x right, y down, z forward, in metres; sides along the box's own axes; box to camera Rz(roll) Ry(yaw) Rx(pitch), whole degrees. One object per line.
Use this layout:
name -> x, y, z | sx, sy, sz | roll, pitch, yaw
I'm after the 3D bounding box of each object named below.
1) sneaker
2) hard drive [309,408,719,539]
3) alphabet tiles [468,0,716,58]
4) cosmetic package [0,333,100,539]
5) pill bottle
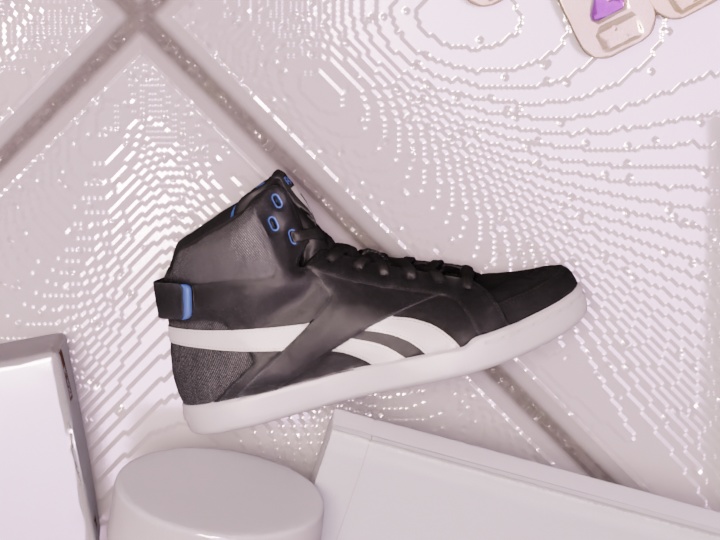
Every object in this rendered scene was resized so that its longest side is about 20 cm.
sneaker -> 0.000, 0.000, 1.029 | 0.199, 0.073, 0.112 | -16, 98, 0
hard drive -> 0.065, 0.147, 1.048 | 0.199, 0.026, 0.132 | 16, 123, -4
alphabet tiles -> 0.119, -0.212, 1.043 | 0.199, 0.015, 0.196 | -28, 98, 0
cosmetic package -> -0.228, 0.099, 1.029 | 0.199, 0.074, 0.102 | -10, 97, -4
pill bottle -> -0.077, 0.192, 1.009 | 0.114, 0.114, 0.201 | 7, 107, -4
